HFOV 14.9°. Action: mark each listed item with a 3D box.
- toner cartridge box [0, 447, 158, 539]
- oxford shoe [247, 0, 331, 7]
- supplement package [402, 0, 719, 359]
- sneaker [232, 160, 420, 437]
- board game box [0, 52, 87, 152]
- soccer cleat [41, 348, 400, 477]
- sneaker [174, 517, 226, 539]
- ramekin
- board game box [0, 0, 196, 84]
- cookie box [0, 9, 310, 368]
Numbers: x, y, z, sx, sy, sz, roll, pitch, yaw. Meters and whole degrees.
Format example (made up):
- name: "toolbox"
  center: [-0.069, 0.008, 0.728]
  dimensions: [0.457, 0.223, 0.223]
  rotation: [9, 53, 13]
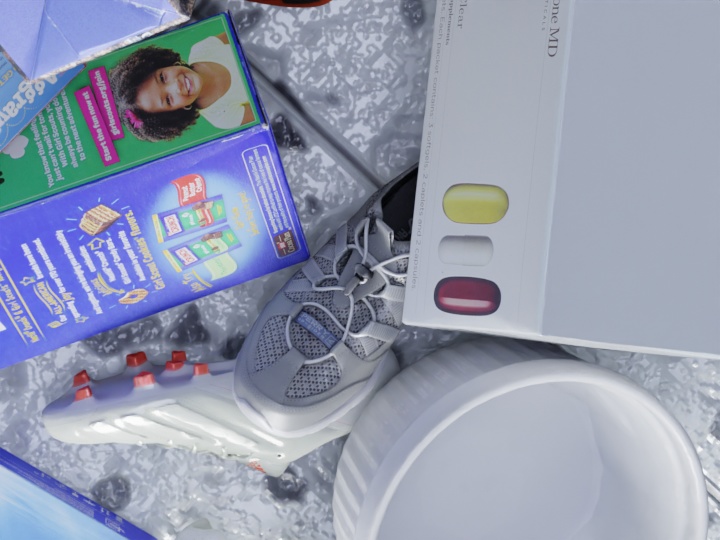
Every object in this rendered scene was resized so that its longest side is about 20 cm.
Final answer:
- name: "toner cartridge box"
  center: [-0.218, 0.144, 1.526]
  dimensions: [0.199, 0.043, 0.095]
  rotation: [31, 94, -9]
- name: "oxford shoe"
  center: [-0.101, -0.197, 1.481]
  dimensions: [0.199, 0.071, 0.073]
  rotation: [14, 64, 0]
- name: "supplement package"
  center: [0.122, -0.061, 1.442]
  dimensions: [0.155, 0.111, 0.201]
  rotation: [7, 87, -40]
- name: "sneaker"
  center: [0.000, 0.000, 1.472]
  dimensions: [0.075, 0.082, 0.200]
  rotation: [34, 69, 14]
- name: "board game box"
  center: [-0.229, -0.064, 1.316]
  dimensions: [0.200, 0.019, 0.103]
  rotation: [-46, 132, -11]
- name: "soccer cleat"
  center: [-0.074, 0.081, 1.519]
  dimensions: [0.199, 0.069, 0.078]
  rotation: [-10, 103, -6]
- name: "sneaker"
  center: [-0.026, 0.201, 1.532]
  dimensions: [0.200, 0.070, 0.081]
  rotation: [23, 87, -19]
- name: "ramekin"
  center: [0.079, 0.131, 1.499]
  dimensions: [0.199, 0.105, 0.201]
  rotation: [-6, 110, -18]
- name: "board game box"
  center: [-0.140, -0.219, 1.295]
  dimensions: [0.096, 0.201, 0.160]
  rotation: [-19, 125, 28]
- name: "cookie box"
  center: [-0.140, -0.036, 1.438]
  dimensions: [0.199, 0.171, 0.076]
  rotation: [-19, 65, -2]
